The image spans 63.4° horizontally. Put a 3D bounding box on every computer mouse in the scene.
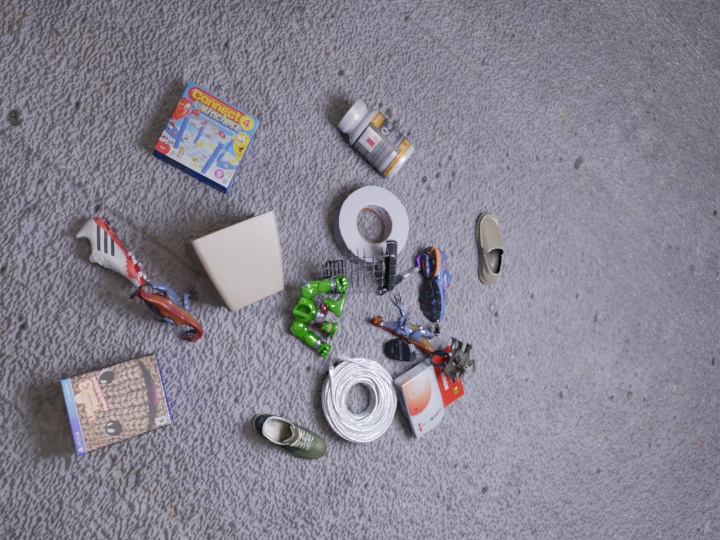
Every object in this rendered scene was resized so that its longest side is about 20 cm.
[{"bbox_3d":[0.149,0.207,1.479,0.034,0.195,0.061,-17,108,-54],"label":"computer mouse"}]

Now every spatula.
[{"bbox_3d":[0.126,0.012,1.573,0.197,0.020,0.058,-33,109,-17],"label":"spatula"}]

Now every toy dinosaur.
[{"bbox_3d":[-0.428,0.100,1.307,0.105,0.201,0.182,-41,105,7],"label":"toy dinosaur"},{"bbox_3d":[0.118,0.162,1.516,0.175,0.105,0.207,-6,93,0],"label":"toy dinosaur"},{"bbox_3d":[0.253,0.235,1.501,0.075,0.200,0.105,19,82,15],"label":"toy dinosaur"}]

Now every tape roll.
[{"bbox_3d":[0.028,-0.116,1.540,0.194,0.066,0.208,3,80,-18],"label":"tape roll"}]

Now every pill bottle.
[{"bbox_3d":[0.040,-0.352,1.557,0.199,0.116,0.117,42,71,-8],"label":"pill bottle"}]

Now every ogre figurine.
[{"bbox_3d":[-0.106,0.101,1.437,0.116,0.204,0.099,16,33,-4],"label":"ogre figurine"}]

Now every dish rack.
[{"bbox_3d":[0.000,0.000,1.469,0.193,0.156,0.056,-5,49,-4],"label":"dish rack"}]

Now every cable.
[{"bbox_3d":[-0.006,0.321,1.456,0.194,0.069,0.207,13,77,-17],"label":"cable"}]

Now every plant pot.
[{"bbox_3d":[-0.282,-0.016,1.367,0.195,0.199,0.182,-23,100,-20],"label":"plant pot"}]

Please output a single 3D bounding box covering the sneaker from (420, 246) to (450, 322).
[{"bbox_3d":[0.212,0.039,1.572,0.077,0.074,0.208,0,91,-43],"label":"sneaker"}]

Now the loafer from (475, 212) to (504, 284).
[{"bbox_3d":[0.372,-0.066,1.642,0.073,0.068,0.207,1,81,-17],"label":"loafer"}]

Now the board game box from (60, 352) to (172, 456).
[{"bbox_3d":[-0.528,0.287,1.276,0.194,0.097,0.165,-16,86,-20],"label":"board game box"}]

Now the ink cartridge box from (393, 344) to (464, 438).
[{"bbox_3d":[0.191,0.311,1.500,0.196,0.050,0.167,-26,112,-21],"label":"ink cartridge box"}]

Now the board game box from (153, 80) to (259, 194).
[{"bbox_3d":[-0.379,-0.329,1.447,0.196,0.056,0.201,26,74,-12],"label":"board game box"}]

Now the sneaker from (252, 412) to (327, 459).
[{"bbox_3d":[-0.162,0.397,1.380,0.196,0.090,0.069,28,73,-12],"label":"sneaker"}]

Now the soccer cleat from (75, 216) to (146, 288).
[{"bbox_3d":[-0.569,-0.029,1.335,0.084,0.069,0.202,-37,90,-11],"label":"soccer cleat"}]
